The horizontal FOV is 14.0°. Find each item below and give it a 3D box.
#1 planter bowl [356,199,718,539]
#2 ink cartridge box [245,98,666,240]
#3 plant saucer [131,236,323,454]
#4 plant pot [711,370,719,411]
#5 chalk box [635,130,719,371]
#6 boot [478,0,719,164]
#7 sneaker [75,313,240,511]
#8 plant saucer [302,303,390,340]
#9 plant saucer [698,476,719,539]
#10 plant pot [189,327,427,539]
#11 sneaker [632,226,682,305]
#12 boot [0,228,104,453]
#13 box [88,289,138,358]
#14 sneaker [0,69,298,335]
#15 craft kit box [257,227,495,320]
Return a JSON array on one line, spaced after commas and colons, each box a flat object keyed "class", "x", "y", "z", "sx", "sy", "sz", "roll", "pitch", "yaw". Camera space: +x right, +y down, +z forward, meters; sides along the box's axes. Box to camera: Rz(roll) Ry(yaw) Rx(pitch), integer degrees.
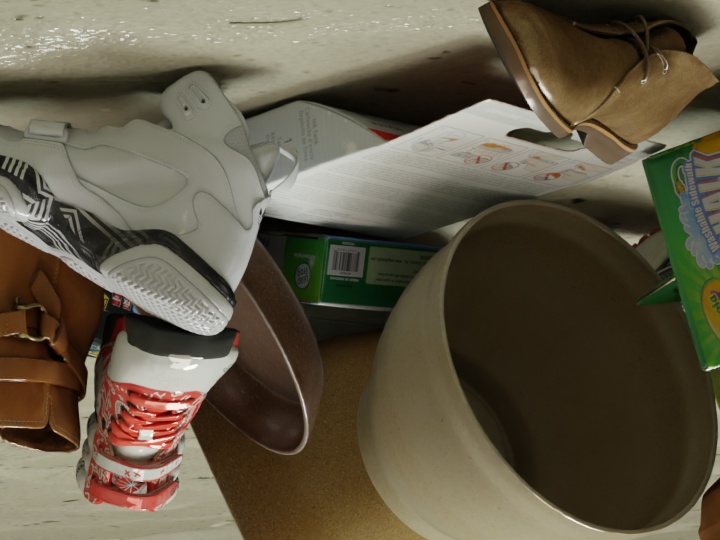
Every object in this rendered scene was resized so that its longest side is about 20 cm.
[{"class": "planter bowl", "x": 0.082, "y": 0.077, "z": 1.647, "sx": 0.200, "sy": 0.200, "sz": 0.135, "roll": 7, "pitch": 152, "yaw": -39}, {"class": "ink cartridge box", "x": 0.040, "y": -0.070, "z": 1.596, "sx": 0.200, "sy": 0.047, "sz": 0.160, "roll": -19, "pitch": 160, "yaw": 39}, {"class": "plant saucer", "x": -0.083, "y": 0.015, "z": 1.674, "sx": 0.034, "sy": 0.200, "sz": 0.200, "roll": -36, "pitch": 180, "yaw": -21}, {"class": "plant pot", "x": 0.292, "y": 0.016, "z": 1.763, "sx": 0.200, "sy": 0.201, "sz": 0.184, "roll": -7, "pitch": 156, "yaw": 15}, {"class": "chalk box", "x": 0.242, "y": -0.022, "z": 1.592, "sx": 0.200, "sy": 0.124, "sz": 0.124, "roll": -19, "pitch": 173, "yaw": 35}, {"class": "boot", "x": 0.116, "y": -0.105, "z": 1.422, "sx": 0.075, "sy": 0.074, "sz": 0.200, "roll": -28, "pitch": 164, "yaw": 18}, {"class": "sneaker", "x": -0.113, "y": 0.080, "z": 1.612, "sx": 0.067, "sy": 0.108, "sz": 0.201, "roll": 9, "pitch": 177, "yaw": -12}, {"class": "plant saucer", "x": -0.025, "y": 0.040, "z": 1.933, "sx": 0.200, "sy": 0.050, "sz": 0.200, "roll": 7, "pitch": -179, "yaw": 0}, {"class": "plant saucer", "x": 0.260, "y": 0.088, "z": 1.610, "sx": 0.200, "sy": 0.037, "sz": 0.200, "roll": -38, "pitch": 176, "yaw": -3}, {"class": "plant pot", "x": 0.011, "y": 0.112, "z": 1.820, "sx": 0.200, "sy": 0.187, "sz": 0.186, "roll": -24, "pitch": 169, "yaw": -4}, {"class": "sneaker", "x": 0.183, "y": 0.033, "z": 1.871, "sx": 0.200, "sy": 0.075, "sz": 0.081, "roll": -28, "pitch": 149, "yaw": -46}, {"class": "boot", "x": -0.213, "y": 0.012, "z": 1.606, "sx": 0.074, "sy": 0.155, "sz": 0.200, "roll": -13, "pitch": 158, "yaw": 40}, {"class": "box", "x": -0.207, "y": 0.018, "z": 1.820, "sx": 0.159, "sy": 0.046, "sz": 0.200, "roll": 9, "pitch": 173, "yaw": 22}, {"class": "sneaker", "x": -0.132, "y": -0.060, "z": 1.519, "sx": 0.200, "sy": 0.115, "sz": 0.075, "roll": 30, "pitch": 169, "yaw": 6}, {"class": "craft kit box", "x": 0.000, "y": 0.000, "z": 1.781, "sx": 0.200, "sy": 0.049, "sz": 0.197, "roll": 6, "pitch": -177, "yaw": -36}]
